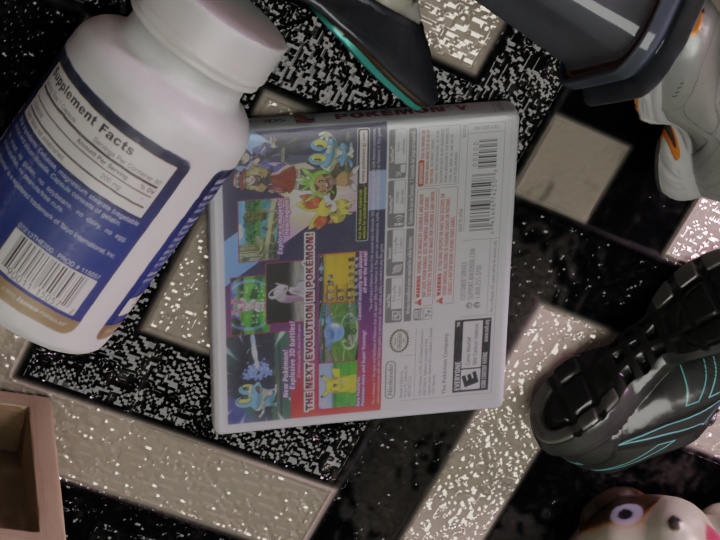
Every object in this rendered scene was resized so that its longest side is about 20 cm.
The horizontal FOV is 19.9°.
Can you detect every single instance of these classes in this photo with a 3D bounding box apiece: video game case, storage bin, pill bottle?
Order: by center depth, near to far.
[{"bbox_3d":[0.116,-0.207,1.055,0.134,0.145,0.201,28,84,-13],"label":"storage bin"},{"bbox_3d":[-0.129,-0.064,1.092,0.110,0.111,0.201,30,108,-25],"label":"pill bottle"},{"bbox_3d":[0.000,0.000,1.209,0.180,0.023,0.202,-5,120,-10],"label":"video game case"}]

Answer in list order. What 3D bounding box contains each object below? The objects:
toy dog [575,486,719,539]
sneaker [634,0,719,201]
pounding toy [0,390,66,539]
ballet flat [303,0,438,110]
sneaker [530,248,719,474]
[{"bbox_3d":[0.224,0.210,1.325,0.199,0.141,0.193,32,144,-27],"label":"toy dog"},{"bbox_3d":[0.207,-0.091,1.120,0.200,0.091,0.076,52,56,-65],"label":"sneaker"},{"bbox_3d":[-0.269,0.169,1.136,0.182,0.200,0.143,9,116,-17],"label":"pounding toy"},{"bbox_3d":[-0.017,-0.163,1.090,0.199,0.073,0.073,35,106,-24],"label":"ballet flat"},{"bbox_3d":[0.199,0.056,1.265,0.199,0.076,0.079,-35,131,16],"label":"sneaker"}]
